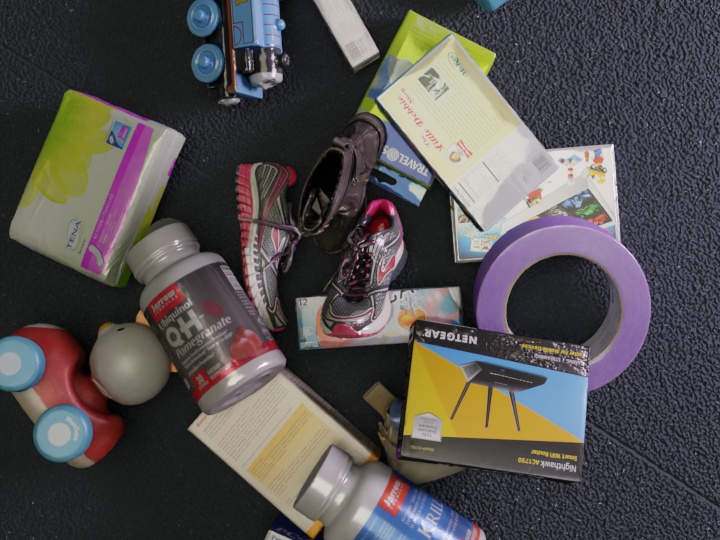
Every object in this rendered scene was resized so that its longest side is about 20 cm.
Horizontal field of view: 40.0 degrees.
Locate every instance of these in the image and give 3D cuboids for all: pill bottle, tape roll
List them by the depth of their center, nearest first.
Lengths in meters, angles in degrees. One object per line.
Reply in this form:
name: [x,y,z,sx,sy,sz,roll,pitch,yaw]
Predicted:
pill bottle: [0.029,0.282,1.090,0.199,0.112,0.113,33,92,-1]
pill bottle: [-0.178,0.050,1.110,0.110,0.111,0.201,-35,79,3]
tape roll: [0.231,0.041,1.150,0.198,0.066,0.202,1,103,3]

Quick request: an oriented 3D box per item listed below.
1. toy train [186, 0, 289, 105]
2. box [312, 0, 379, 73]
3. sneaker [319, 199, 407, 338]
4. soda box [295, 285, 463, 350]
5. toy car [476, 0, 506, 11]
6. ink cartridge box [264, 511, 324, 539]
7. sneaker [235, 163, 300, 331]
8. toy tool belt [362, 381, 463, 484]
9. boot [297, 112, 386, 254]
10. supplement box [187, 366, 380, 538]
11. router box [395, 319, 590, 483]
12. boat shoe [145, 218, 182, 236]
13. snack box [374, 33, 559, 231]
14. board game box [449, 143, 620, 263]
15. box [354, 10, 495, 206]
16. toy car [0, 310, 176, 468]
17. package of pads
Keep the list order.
toy train: [-0.141,-0.300,1.172,0.113,0.087,0.202,-4,89,25]
box: [-0.041,-0.337,1.201,0.041,0.039,0.201,-30,88,2]
sneaker: [0.000,0.000,1.123,0.080,0.201,0.075,3,131,14]
soda box: [0.023,0.056,1.180,0.198,0.068,0.064,-5,90,5]
toy car: [0.178,-0.421,1.100,0.184,0.200,0.178,-36,88,3]
ink cartridge box: [-0.019,0.353,1.171,0.198,0.094,0.045,22,91,3]
sneaker: [-0.106,-0.028,1.179,0.074,0.081,0.202,-5,92,-6]
toy tool belt: [0.112,0.163,1.151,0.198,0.125,0.124,-19,97,3]
boot: [-0.036,-0.080,1.112,0.069,0.174,0.202,21,119,6]
supplement box: [-0.089,0.202,1.186,0.200,0.074,0.126,41,92,3]
router box: [0.145,0.144,1.081,0.198,0.051,0.151,8,75,-4]
boat shoe: [-0.204,0.034,1.205,0.074,0.065,0.203,-28,94,-13]
snack box: [0.122,-0.158,1.147,0.116,0.037,0.200,-40,93,0]
board game box: [0.206,-0.079,1.187,0.198,0.035,0.128,-4,91,3]
box: [0.065,-0.194,1.191,0.121,0.048,0.201,27,91,4]
toy car: [-0.301,0.108,1.156,0.199,0.184,0.178,-36,87,-9]
package of pads: [-0.321,-0.101,1.191,0.153,0.068,0.202,23,91,16]
